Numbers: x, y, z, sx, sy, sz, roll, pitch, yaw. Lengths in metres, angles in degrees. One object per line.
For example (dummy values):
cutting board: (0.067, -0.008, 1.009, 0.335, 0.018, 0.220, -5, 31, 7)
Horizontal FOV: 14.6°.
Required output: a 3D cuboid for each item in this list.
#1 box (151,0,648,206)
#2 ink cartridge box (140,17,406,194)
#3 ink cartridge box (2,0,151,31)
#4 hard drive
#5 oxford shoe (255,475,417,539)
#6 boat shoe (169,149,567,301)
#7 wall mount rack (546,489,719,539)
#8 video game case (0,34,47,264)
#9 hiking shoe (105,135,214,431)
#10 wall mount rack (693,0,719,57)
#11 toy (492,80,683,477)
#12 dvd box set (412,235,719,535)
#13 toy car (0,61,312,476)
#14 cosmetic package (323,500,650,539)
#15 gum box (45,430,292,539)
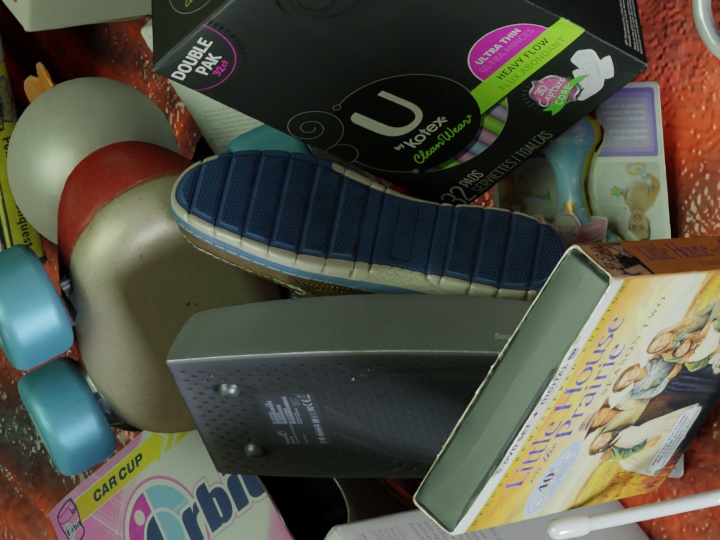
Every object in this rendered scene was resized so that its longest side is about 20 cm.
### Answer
box: (0.016, -0.144, 1.375, 0.148, 0.200, 0.125, -38, 42, 36)
ink cartridge box: (-0.024, -0.070, 1.529, 0.109, 0.050, 0.200, -6, 124, 44)
ink cartridge box: (-0.177, -0.255, 1.596, 0.146, 0.084, 0.201, -132, 37, -53)
hard drive: (0.014, 0.058, 1.389, 0.199, 0.135, 0.042, -1, 59, 11)
oxford shoe: (0.003, 0.150, 1.495, 0.071, 0.073, 0.200, -37, 94, 31)
boat shoe: (0.000, 0.000, 1.396, 0.199, 0.072, 0.073, 15, 139, 4)
wall mount rack: (0.190, 0.160, 1.322, 0.173, 0.075, 0.201, -14, 84, 20)
video game case: (-0.253, -0.103, 1.717, 0.200, 0.025, 0.182, 19, 122, 61)
hiking shoe: (-0.109, 0.011, 1.604, 0.076, 0.100, 0.201, 35, 117, 35)
wall mount rack: (0.219, -0.132, 1.281, 0.200, 0.074, 0.174, -36, 70, 41)
toy: (0.103, 0.005, 1.435, 0.115, 0.047, 0.201, 2, 95, 44)
dvd box set: (0.120, 0.049, 1.306, 0.029, 0.200, 0.147, 41, 112, 25)
toy car: (-0.130, -0.029, 1.522, 0.200, 0.184, 0.177, 55, 167, 40)
cosmetic package: (0.050, 0.170, 1.397, 0.071, 0.200, 0.102, 52, 126, 27)
gum box: (-0.092, 0.147, 1.624, 0.200, 0.066, 0.114, -41, 68, 39)
